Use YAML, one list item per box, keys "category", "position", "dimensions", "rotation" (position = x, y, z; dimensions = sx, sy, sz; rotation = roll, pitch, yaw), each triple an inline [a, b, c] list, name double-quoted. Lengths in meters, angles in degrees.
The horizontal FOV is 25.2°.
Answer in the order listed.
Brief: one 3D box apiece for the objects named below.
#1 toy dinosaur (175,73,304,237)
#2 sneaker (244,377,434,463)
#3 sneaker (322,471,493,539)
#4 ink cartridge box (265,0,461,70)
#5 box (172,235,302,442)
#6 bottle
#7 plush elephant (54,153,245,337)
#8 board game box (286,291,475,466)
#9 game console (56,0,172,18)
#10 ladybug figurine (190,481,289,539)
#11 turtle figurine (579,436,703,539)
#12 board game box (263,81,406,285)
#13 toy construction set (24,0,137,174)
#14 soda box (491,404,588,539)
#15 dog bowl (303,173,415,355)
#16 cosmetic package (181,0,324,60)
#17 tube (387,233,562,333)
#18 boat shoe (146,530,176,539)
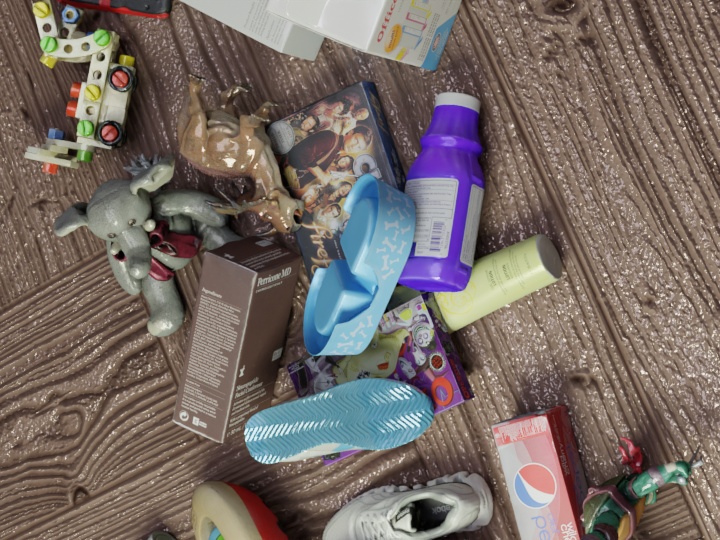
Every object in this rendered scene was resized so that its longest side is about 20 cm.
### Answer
- category: "toy dinosaur"
  position: [-0.148, -0.127, 1.735]
  dimensions: [0.199, 0.086, 0.137]
  rotation: [31, 111, 27]
- category: "sneaker"
  position: [-0.018, 0.152, 1.680]
  dimensions: [0.198, 0.081, 0.077]
  rotation: [-9, 89, 15]
- category: "sneaker"
  position: [0.038, 0.262, 1.692]
  dimensions: [0.199, 0.081, 0.076]
  rotation: [-23, 83, 26]
- category: "ink cartridge box"
  position: [0.008, -0.290, 1.628]
  dimensions: [0.124, 0.200, 0.130]
  rotation: [25, 102, 23]
- category: "box"
  position: [-0.133, 0.073, 1.742]
  dimensions: [0.074, 0.100, 0.202]
  rotation: [20, 110, 24]
- category: "bottle"
  position: [0.086, -0.080, 1.653]
  dimensions: [0.083, 0.065, 0.202]
  rotation: [0, 76, 39]
- category: "plush elephant"
  position: [-0.238, -0.045, 1.774]
  dimensions: [0.164, 0.155, 0.201]
  rotation: [-32, 78, 22]
- category: "board game box"
  position: [0.018, 0.117, 1.709]
  dimensions: [0.199, 0.032, 0.121]
  rotation: [-30, 82, 33]
- category: "game console"
  position: [-0.280, -0.400, 1.862]
  dimensions: [0.175, 0.031, 0.202]
  rotation: [11, 96, 20]
- category: "ladybug figurine"
  position: [-0.122, 0.304, 1.749]
  dimensions: [0.200, 0.071, 0.137]
  rotation: [52, 146, 39]
- category: "turtle figurine"
  position: [0.257, 0.248, 1.555]
  dimensions: [0.100, 0.200, 0.151]
  rotation: [20, 128, 31]
- category: "board game box"
  position: [-0.017, -0.085, 1.735]
  dimensions: [0.135, 0.035, 0.202]
  rotation: [-23, 82, 24]
- category: "toy construction set"
  position: [-0.325, -0.201, 1.849]
  dimensions: [0.130, 0.092, 0.202]
  rotation: [11, 105, 0]
- category: "soda box"
  position: [0.195, 0.241, 1.621]
  dimensions: [0.063, 0.070, 0.202]
  rotation: [-17, 84, 25]
- category: "dog bowl"
  position: [0.000, 0.000, 1.649]
  dimensions: [0.112, 0.049, 0.201]
  rotation: [-111, 39, -57]
- category: "cosmetic package"
  position: [-0.126, -0.320, 1.755]
  dimensions: [0.199, 0.085, 0.108]
  rotation: [31, 103, 22]
- category: "tube"
  position: [0.113, 0.023, 1.670]
  dimensions: [0.199, 0.052, 0.058]
  rotation: [-24, 38, 30]
- category: "boat shoe"
  position: [-0.192, 0.388, 1.811]
  dimensions: [0.060, 0.075, 0.201]
  rotation: [-45, 61, 18]
